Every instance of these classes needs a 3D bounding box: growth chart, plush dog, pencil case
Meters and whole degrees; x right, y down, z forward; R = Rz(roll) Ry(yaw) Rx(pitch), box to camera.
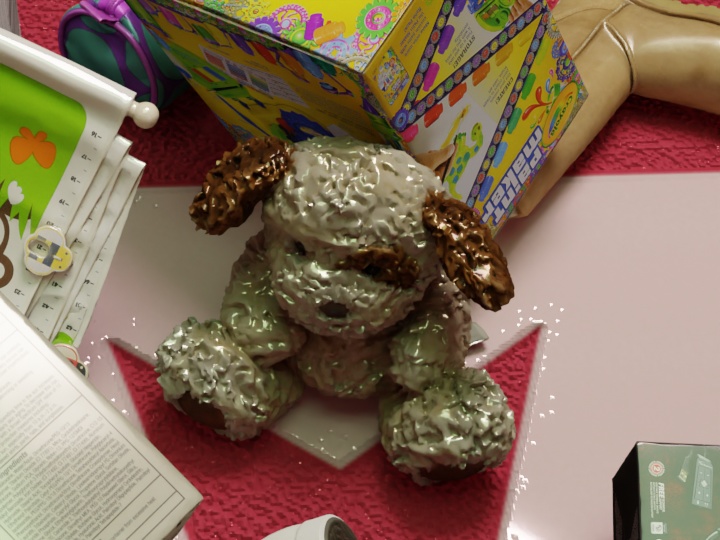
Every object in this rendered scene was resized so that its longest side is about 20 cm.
[{"bbox_3d":[-0.188,-0.025,0.918,0.144,0.201,0.018,16,12,-3],"label":"growth chart"},{"bbox_3d":[0.000,0.000,0.931,0.199,0.172,0.161,14,52,7],"label":"plush dog"},{"bbox_3d":[-0.096,-0.180,1.114,0.085,0.093,0.200,34,58,20],"label":"pencil case"}]

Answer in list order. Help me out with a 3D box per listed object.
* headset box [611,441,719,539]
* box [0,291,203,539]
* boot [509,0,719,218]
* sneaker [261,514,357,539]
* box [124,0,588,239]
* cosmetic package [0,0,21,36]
[{"bbox_3d":[0.227,0.168,0.860,0.199,0.077,0.150,3,68,0],"label":"headset box"},{"bbox_3d":[-0.182,0.079,0.849,0.200,0.078,0.095,46,60,5],"label":"box"},{"bbox_3d":[0.146,-0.094,1.088,0.175,0.066,0.200,26,53,30],"label":"boot"},{"bbox_3d":[-0.030,0.223,0.838,0.084,0.073,0.201,-20,57,19],"label":"sneaker"},{"bbox_3d":[-0.008,-0.133,0.979,0.199,0.193,0.122,27,75,32],"label":"box"},{"bbox_3d":[-0.301,-0.127,1.010,0.199,0.165,0.166,-3,53,-6],"label":"cosmetic package"}]
